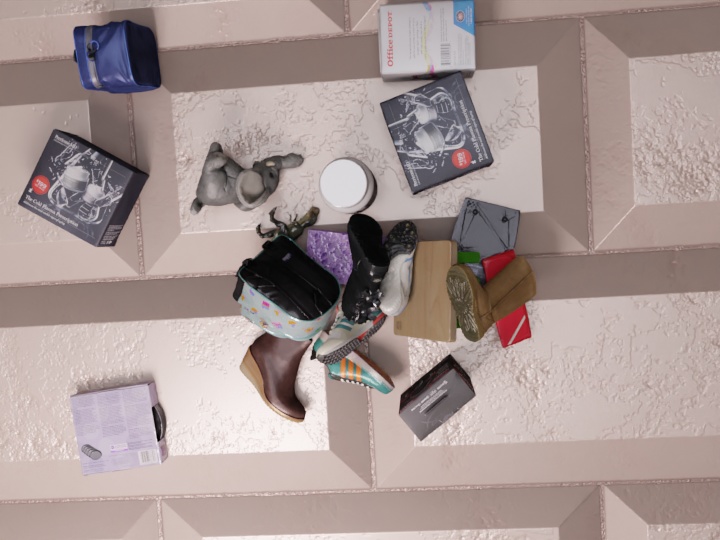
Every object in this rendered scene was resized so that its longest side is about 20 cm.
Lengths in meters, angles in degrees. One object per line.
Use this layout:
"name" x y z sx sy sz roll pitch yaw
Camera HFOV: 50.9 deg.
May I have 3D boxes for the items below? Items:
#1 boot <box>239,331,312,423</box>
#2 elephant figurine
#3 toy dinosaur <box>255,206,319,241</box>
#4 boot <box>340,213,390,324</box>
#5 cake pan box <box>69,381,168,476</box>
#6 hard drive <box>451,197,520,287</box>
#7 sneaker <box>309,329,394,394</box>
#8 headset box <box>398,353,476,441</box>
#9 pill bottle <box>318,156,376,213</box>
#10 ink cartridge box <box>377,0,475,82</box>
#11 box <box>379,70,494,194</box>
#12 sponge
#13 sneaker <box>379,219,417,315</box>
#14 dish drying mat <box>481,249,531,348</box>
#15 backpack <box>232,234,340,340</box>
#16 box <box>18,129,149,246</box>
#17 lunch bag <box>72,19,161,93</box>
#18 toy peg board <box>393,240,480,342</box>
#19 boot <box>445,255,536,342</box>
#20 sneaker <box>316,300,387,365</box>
"boot" -0.157 0.214 1.647 0.200 0.072 0.166 44 106 8
"elephant figurine" -0.240 -0.187 1.621 0.199 0.142 0.156 18 124 -12
"toy dinosaur" -0.181 -0.083 1.657 0.200 0.047 0.088 -44 96 9
"boot" 0.001 0.000 1.568 0.073 0.199 0.163 3 130 -20
"cake pan box" -0.541 0.353 1.705 0.199 0.052 0.185 -11 94 5
"hard drive" 0.257 -0.045 1.622 0.134 0.042 0.201 14 95 3
"sneaker" -0.020 0.217 1.649 0.200 0.071 0.080 35 96 10
"headset box" 0.157 0.261 1.569 0.149 0.200 0.075 -41 90 6
"pill bottle" -0.025 -0.174 1.559 0.113 0.200 0.115 0 93 4
"ink cartridge box" 0.138 -0.479 1.588 0.199 0.085 0.146 -1 93 3
"box" 0.159 -0.283 1.587 0.181 0.104 0.201 -21 91 7
"sponge" -0.019 -0.024 1.638 0.199 0.030 0.112 7 96 13
"sneaker" 0.078 -0.006 1.577 0.071 0.072 0.201 11 89 12
"dish drying mat" 0.313 0.061 1.606 0.076 0.018 0.201 -18 105 -11
"backpack" -0.146 0.052 1.577 0.199 0.176 0.154 30 135 14
"box" -0.599 -0.177 1.646 0.199 0.104 0.183 28 94 2
"lunch bag" -0.518 -0.442 1.585 0.131 0.200 0.137 -5 98 7
"toy peg board" 0.164 0.041 1.584 0.097 0.199 0.201 1 89 -31
"boot" 0.263 0.024 1.504 0.200 0.066 0.176 -34 123 -33
"sneaker" -0.036 0.121 1.607 0.199 0.070 0.093 -34 69 -34
